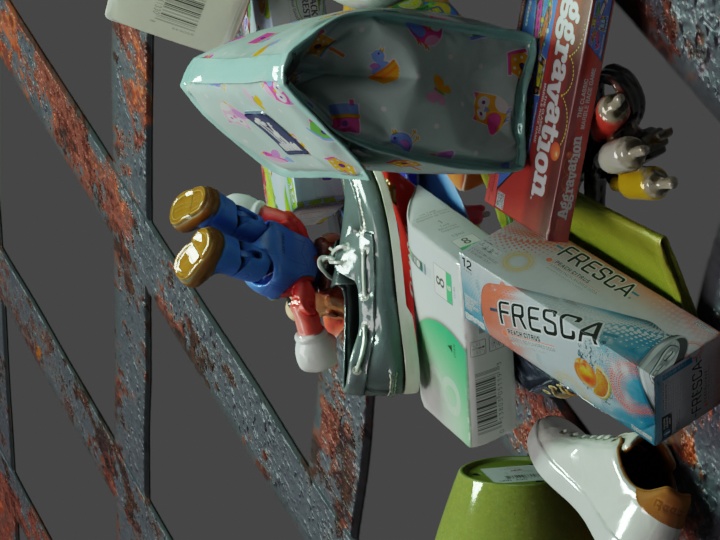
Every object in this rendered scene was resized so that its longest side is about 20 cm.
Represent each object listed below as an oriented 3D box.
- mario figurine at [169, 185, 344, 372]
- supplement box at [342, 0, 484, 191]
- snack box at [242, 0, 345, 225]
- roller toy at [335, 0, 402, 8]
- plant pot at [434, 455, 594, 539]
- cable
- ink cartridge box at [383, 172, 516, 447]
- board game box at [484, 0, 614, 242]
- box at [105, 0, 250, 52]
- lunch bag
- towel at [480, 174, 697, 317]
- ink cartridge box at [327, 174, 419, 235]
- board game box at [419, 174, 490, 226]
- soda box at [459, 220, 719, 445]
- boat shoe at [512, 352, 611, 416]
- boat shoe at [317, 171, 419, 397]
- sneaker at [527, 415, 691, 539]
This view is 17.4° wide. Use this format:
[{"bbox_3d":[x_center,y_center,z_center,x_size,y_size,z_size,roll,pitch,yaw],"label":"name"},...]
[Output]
[{"bbox_3d":[-0.069,0.009,1.879,0.106,0.200,0.124,7,77,54],"label":"mario figurine"},{"bbox_3d":[0.058,-0.150,1.794,0.200,0.067,0.069,52,151,39],"label":"supplement box"},{"bbox_3d":[-0.055,-0.143,1.959,0.142,0.053,0.200,148,114,-76],"label":"snack box"},{"bbox_3d":[0.022,-0.290,1.667,0.200,0.140,0.182,43,146,31],"label":"roller toy"},{"bbox_3d":[0.125,0.252,1.837,0.187,0.187,0.200,-161,68,-63],"label":"plant pot"},{"bbox_3d":[0.159,-0.076,1.626,0.097,0.050,0.200,62,157,4],"label":"cable"},{"bbox_3d":[0.048,0.020,1.813,0.200,0.050,0.161,37,140,50],"label":"ink cartridge box"},{"bbox_3d":[0.130,-0.129,1.601,0.103,0.019,0.200,-143,60,-61],"label":"board game box"},{"bbox_3d":[-0.123,-0.297,1.919,0.128,0.109,0.200,120,167,-62],"label":"box"},{"bbox_3d":[-0.005,-0.122,1.627,0.170,0.200,0.122,8,95,62],"label":"lunch bag"},{"bbox_3d":[0.154,-0.027,1.657,0.200,0.018,0.086,32,158,47],"label":"towel"},{"bbox_3d":[0.007,-0.066,1.954,0.200,0.043,0.198,-116,19,-54],"label":"ink cartridge box"},{"bbox_3d":[0.083,-0.010,1.863,0.200,0.039,0.158,91,160,-49],"label":"board game box"},{"bbox_3d":[0.157,0.038,1.630,0.200,0.068,0.064,33,142,41],"label":"soda box"},{"bbox_3d":[0.162,0.067,1.722,0.200,0.071,0.091,-125,25,-50],"label":"boat shoe"},{"bbox_3d":[0.000,0.000,1.810,0.073,0.062,0.200,128,132,-81],"label":"boat shoe"},{"bbox_3d":[0.191,0.145,1.738,0.085,0.073,0.200,-62,29,14],"label":"sneaker"}]
